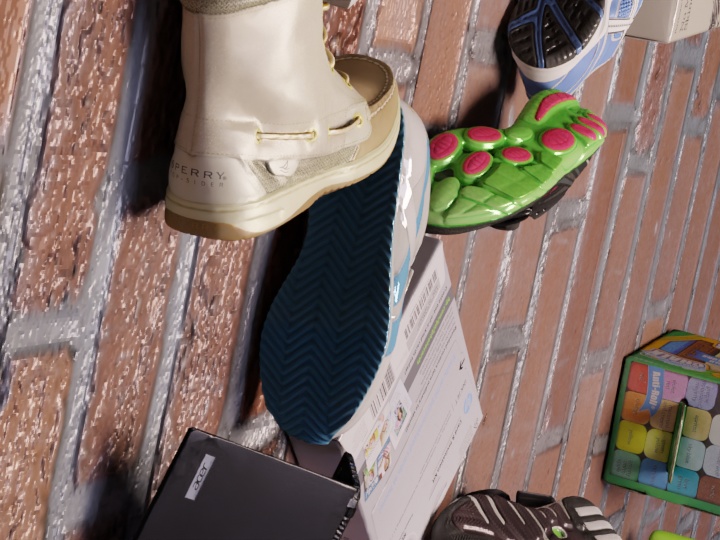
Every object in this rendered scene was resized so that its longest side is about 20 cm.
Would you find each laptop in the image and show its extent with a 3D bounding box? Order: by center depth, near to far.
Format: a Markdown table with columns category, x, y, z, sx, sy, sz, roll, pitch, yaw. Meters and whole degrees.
| category | x | y | z | sx | sy | sz | roll | pitch | yaw |
| --- | --- | --- | --- | --- | --- | --- | --- | --- | --- |
| laptop | -0.082 | 0.170 | 1.190 | 0.178 | 0.103 | 0.200 | -63 | -176 | 3 |

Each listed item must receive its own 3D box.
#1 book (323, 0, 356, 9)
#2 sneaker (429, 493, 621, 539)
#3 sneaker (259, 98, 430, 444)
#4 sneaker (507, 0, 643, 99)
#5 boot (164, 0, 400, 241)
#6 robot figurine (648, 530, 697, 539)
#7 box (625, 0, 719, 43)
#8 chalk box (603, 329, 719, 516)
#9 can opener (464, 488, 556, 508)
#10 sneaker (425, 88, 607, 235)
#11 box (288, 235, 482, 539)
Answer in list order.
| category | x | y | z | sx | sy | sz | roll | pitch | yaw |
| --- | --- | --- | --- | --- | --- | --- | --- | --- | --- |
| book | 0.025 | -0.242 | 1.210 | 0.200 | 0.048 | 0.134 | -50 | 151 | -51 |
| sneaker | 0.093 | 0.216 | 1.534 | 0.200 | 0.076 | 0.116 | 9 | 131 | -50 |
| sneaker | 0.000 | 0.000 | 1.240 | 0.081 | 0.076 | 0.201 | 16 | 87 | -69 |
| sneaker | 0.159 | -0.197 | 1.537 | 0.200 | 0.076 | 0.077 | -53 | 157 | -26 |
| boot | -0.033 | -0.117 | 1.101 | 0.200 | 0.072 | 0.155 | -39 | 136 | -55 |
| robot figurine | 0.295 | 0.354 | 2.139 | 0.175 | 0.115 | 0.200 | -49 | 147 | -58 |
| box | 0.241 | -0.227 | 1.710 | 0.200 | 0.068 | 0.082 | -27 | 128 | -63 |
| chalk box | 0.302 | 0.141 | 2.017 | 0.200 | 0.124 | 0.125 | -16 | 119 | -64 |
| can opener | 0.108 | 0.223 | 1.673 | 0.200 | 0.078 | 0.064 | 85 | 19 | -59 |
| sneaker | 0.092 | -0.054 | 1.434 | 0.200 | 0.077 | 0.084 | -24 | 146 | -49 |
| box | 0.020 | 0.094 | 1.400 | 0.156 | 0.041 | 0.200 | -62 | 154 | -29 |
